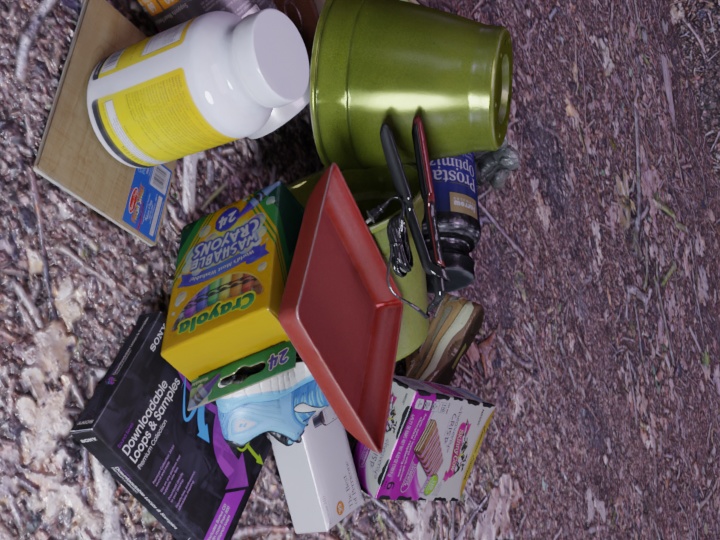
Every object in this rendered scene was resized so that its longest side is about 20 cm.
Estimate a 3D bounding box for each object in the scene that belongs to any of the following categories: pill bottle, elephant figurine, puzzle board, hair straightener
[{"bbox_3d":[0.094,-0.081,1.272,0.111,0.110,0.204,25,55,-50],"label":"pill bottle"},{"bbox_3d":[0.114,-0.122,1.404,0.141,0.155,0.200,42,80,0],"label":"elephant figurine"},{"bbox_3d":[-0.233,-0.145,0.978,0.150,0.017,0.204,39,51,-46],"label":"puzzle board"},{"bbox_3d":[0.042,-0.050,1.022,0.041,0.075,0.204,177,-96,-83],"label":"hair straightener"},{"bbox_3d":[-0.137,-0.246,1.048,0.201,0.115,0.117,55,40,-22],"label":"pill bottle"},{"bbox_3d":[-0.147,-0.168,0.920,0.111,0.197,0.114,21,64,-52],"label":"pill bottle"}]

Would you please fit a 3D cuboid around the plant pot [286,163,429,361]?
[{"bbox_3d":[0.000,0.000,1.151,0.201,0.197,0.187,-52,133,-49],"label":"plant pot"}]

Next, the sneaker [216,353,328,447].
[{"bbox_3d":[-0.070,0.129,1.032,0.198,0.078,0.092,-8,106,-42],"label":"sneaker"}]

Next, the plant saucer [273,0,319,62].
[{"bbox_3d":[-0.091,-0.294,1.191,0.200,0.036,0.204,41,42,-51],"label":"plant saucer"}]

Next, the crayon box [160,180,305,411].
[{"bbox_3d":[-0.119,0.019,0.958,0.052,0.124,0.202,48,29,-39],"label":"crayon box"}]

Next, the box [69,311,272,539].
[{"bbox_3d":[-0.171,0.159,0.961,0.201,0.036,0.144,54,40,-30],"label":"box"}]

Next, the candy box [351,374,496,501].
[{"bbox_3d":[0.077,0.210,1.247,0.199,0.060,0.139,17,95,-53],"label":"candy box"}]

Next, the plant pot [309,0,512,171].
[{"bbox_3d":[0.065,-0.203,1.106,0.200,0.189,0.205,6,90,-73],"label":"plant pot"}]

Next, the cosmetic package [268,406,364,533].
[{"bbox_3d":[-0.058,0.176,1.113,0.082,0.050,0.204,-22,98,-55],"label":"cosmetic package"}]

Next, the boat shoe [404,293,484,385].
[{"bbox_3d":[0.087,0.118,1.335,0.201,0.075,0.072,-54,153,-25],"label":"boat shoe"}]

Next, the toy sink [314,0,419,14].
[{"bbox_3d":[0.047,-0.285,1.322,0.199,0.111,0.132,34,36,-47],"label":"toy sink"}]

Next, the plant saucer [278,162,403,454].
[{"bbox_3d":[-0.018,0.037,0.960,0.202,0.036,0.201,-78,150,-44],"label":"plant saucer"}]

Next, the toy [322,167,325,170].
[{"bbox_3d":[-0.014,-0.128,1.260,0.114,0.047,0.204,-10,106,-45],"label":"toy"}]
